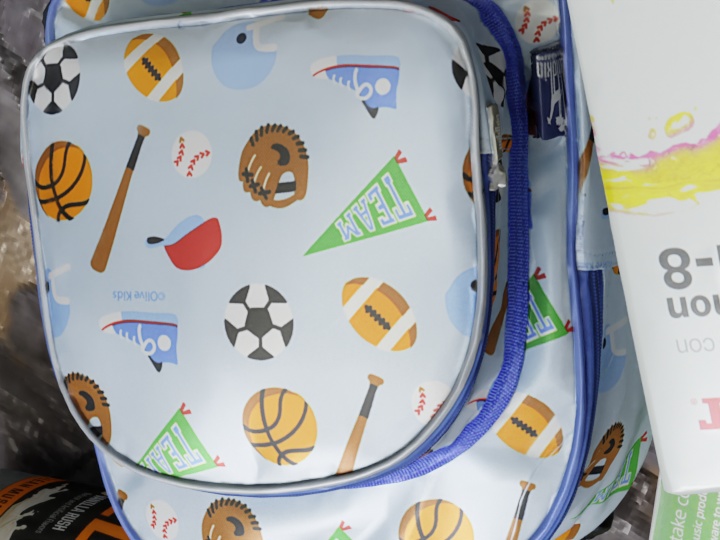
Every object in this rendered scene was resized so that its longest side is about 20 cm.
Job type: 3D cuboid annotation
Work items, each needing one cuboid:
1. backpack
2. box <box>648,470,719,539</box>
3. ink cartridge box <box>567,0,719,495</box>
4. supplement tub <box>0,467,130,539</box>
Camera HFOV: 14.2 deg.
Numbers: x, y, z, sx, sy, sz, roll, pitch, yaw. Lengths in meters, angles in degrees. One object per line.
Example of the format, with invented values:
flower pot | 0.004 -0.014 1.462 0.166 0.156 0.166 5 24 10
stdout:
backpack | 0.000 0.000 0.812 0.199 0.154 0.191 -4 100 30
box | 0.176 0.110 0.828 0.199 0.036 0.145 16 114 22
ink cartridge box | 0.146 -0.061 0.721 0.145 0.145 0.201 -6 104 29
supplement tub | -0.065 0.134 0.917 0.199 0.122 0.123 8 110 26
